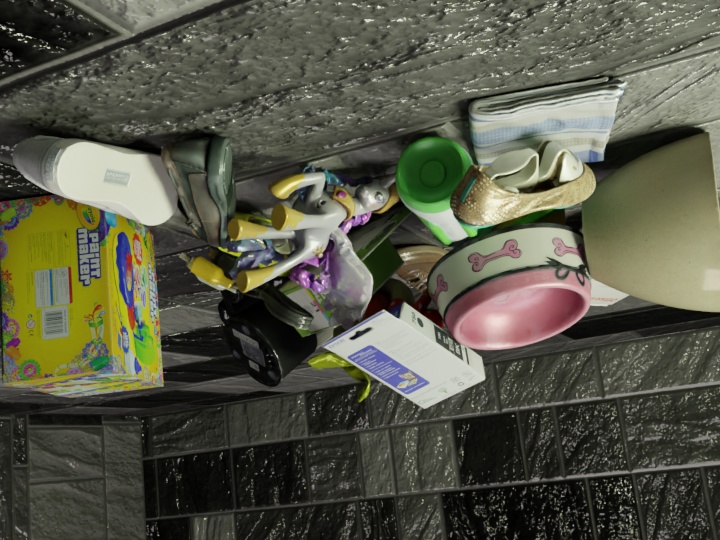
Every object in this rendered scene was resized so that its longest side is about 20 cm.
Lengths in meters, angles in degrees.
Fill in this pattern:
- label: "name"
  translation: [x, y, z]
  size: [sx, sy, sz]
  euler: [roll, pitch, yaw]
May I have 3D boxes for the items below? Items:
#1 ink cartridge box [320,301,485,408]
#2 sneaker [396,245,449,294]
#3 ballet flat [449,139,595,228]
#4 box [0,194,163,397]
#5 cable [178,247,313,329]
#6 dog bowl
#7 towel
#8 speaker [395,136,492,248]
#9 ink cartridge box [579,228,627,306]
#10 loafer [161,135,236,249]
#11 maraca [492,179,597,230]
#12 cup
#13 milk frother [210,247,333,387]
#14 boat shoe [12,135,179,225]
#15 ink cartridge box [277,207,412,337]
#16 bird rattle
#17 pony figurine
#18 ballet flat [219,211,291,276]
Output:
- label: "ink cartridge box"
  translation: [0.053, 0.097, 1.047]
  size: [0.099, 0.039, 0.200]
  euler: [-30, 134, 28]
- label: "sneaker"
  translation: [0.113, 0.008, 1.376]
  size: [0.070, 0.076, 0.200]
  euler: [-18, 163, 41]
- label: "ballet flat"
  translation: [0.175, -0.093, 0.871]
  size: [0.200, 0.071, 0.065]
  euler: [-22, 141, -36]
- label: "box"
  translation: [-0.317, 0.034, 1.011]
  size: [0.122, 0.200, 0.193]
  euler: [-7, 168, 1]
- label: "cable"
  translation: [-0.130, 0.030, 1.068]
  size: [0.200, 0.050, 0.097]
  euler: [35, -175, 28]
- label: "dog bowl"
  translation: [0.182, 0.027, 1.036]
  size: [0.200, 0.074, 0.200]
  euler: [-8, 151, -4]
- label: "towel"
  translation: [0.187, -0.139, 0.895]
  size: [0.147, 0.024, 0.200]
  euler: [-7, 167, 8]
- label: "speaker"
  translation: [0.098, -0.081, 0.964]
  size: [0.088, 0.089, 0.200]
  euler: [-10, 167, 15]
- label: "ink cartridge box"
  translation: [0.382, -0.027, 1.260]
  size: [0.146, 0.083, 0.200]
  euler: [4, 152, -39]
- label: "loafer"
  translation: [-0.163, -0.082, 0.901]
  size: [0.063, 0.072, 0.200]
  euler: [7, 158, -4]
- label: "maraca"
  translation: [0.205, -0.056, 1.089]
  size: [0.200, 0.107, 0.137]
  euler: [-36, 175, 35]
- label: "cup"
  translation: [0.332, -0.047, 0.995]
  size: [0.143, 0.201, 0.200]
  euler: [-6, 168, 22]
- label: "milk frother"
  translation: [-0.109, 0.024, 1.247]
  size: [0.188, 0.180, 0.200]
  euler: [-38, 154, -34]
- label: "boat shoe"
  translation: [-0.246, -0.087, 0.834]
  size: [0.068, 0.072, 0.200]
  euler: [19, -172, 21]
- label: "ink cartridge box"
  translation: [0.000, 0.000, 1.138]
  size: [0.200, 0.076, 0.148]
  euler: [-21, -162, 50]
- label: "bird rattle"
  translation: [0.020, 0.069, 1.162]
  size: [0.113, 0.163, 0.200]
  euler: [34, 114, -28]
- label: "pony figurine"
  translation: [-0.050, -0.037, 0.958]
  size: [0.200, 0.167, 0.193]
  euler: [-15, 150, -43]
- label: "ballet flat"
  translation: [-0.110, -0.033, 1.109]
  size: [0.067, 0.067, 0.200]
  euler: [-3, 168, 31]
